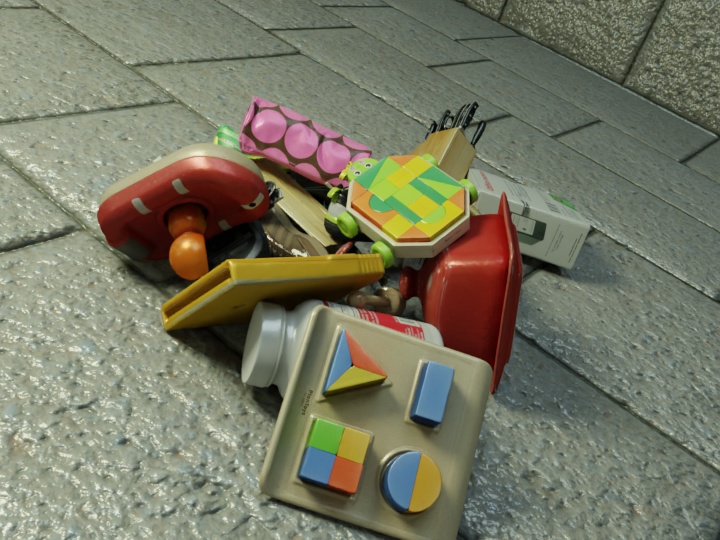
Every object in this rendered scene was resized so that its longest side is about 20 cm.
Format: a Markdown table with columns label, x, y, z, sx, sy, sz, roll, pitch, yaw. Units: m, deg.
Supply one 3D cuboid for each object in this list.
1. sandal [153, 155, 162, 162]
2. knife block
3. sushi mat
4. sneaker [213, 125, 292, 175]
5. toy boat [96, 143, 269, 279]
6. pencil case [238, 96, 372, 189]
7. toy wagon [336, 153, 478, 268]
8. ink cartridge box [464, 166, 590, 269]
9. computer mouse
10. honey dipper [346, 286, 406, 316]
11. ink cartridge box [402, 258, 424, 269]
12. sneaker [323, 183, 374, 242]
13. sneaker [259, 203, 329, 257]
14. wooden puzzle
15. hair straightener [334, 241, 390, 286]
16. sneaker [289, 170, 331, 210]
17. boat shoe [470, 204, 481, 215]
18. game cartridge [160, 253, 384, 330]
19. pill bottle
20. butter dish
| label | x | y | z | sx | sy | sz | roll | pitch | yaw |
| --- | --- | --- | --- | --- | --- | --- | --- | --- | --- |
| sandal | -0.261 | -0.138 | 1.126 | 0.081 | 0.050 | 0.204 | 19 | 30 | -6 |
| knife block | 0.158 | -0.200 | 1.377 | 0.064 | 0.175 | 0.201 | 43 | 17 | -28 |
| sushi mat | -0.092 | -0.098 | 1.133 | 0.200 | 0.012 | 0.095 | 43 | 23 | 19 |
| sneaker | -0.135 | -0.192 | 1.251 | 0.197 | 0.085 | 0.074 | 2 | -10 | -32 |
| toy boat | -0.195 | -0.051 | 0.910 | 0.130 | 0.198 | 0.132 | 43 | 26 | -59 |
| pencil case | -0.081 | -0.169 | 1.147 | 0.198 | 0.091 | 0.095 | 24 | 70 | -2 |
| toy wagon | 0.043 | -0.091 | 0.999 | 0.154 | 0.040 | 0.200 | -36 | 54 | -21 |
| ink cartridge box | 0.268 | -0.092 | 1.360 | 0.197 | 0.085 | 0.146 | 18 | 21 | -7 |
| computer mouse | -0.147 | -0.026 | 0.974 | 0.053 | 0.137 | 0.201 | 58 | 7 | -30 |
| honey dipper | 0.020 | 0.038 | 0.959 | 0.038 | 0.038 | 0.200 | 29 | 5 | 13 |
| ink cartridge box | 0.153 | -0.036 | 1.243 | 0.159 | 0.051 | 0.201 | 22 | 32 | -1 |
| sneaker | 0.036 | -0.084 | 1.111 | 0.198 | 0.084 | 0.071 | -2 | 19 | -43 |
| sneaker | -0.107 | -0.022 | 1.045 | 0.075 | 0.071 | 0.200 | -23 | 47 | -27 |
| wooden puzzle | 0.024 | 0.145 | 0.754 | 0.197 | 0.046 | 0.188 | 20 | 70 | -8 |
| hair straightener | 0.000 | 0.000 | 1.031 | 0.077 | 0.041 | 0.200 | 43 | 0 | -2 |
| sneaker | -0.020 | -0.096 | 1.217 | 0.197 | 0.076 | 0.080 | 15 | 43 | 0 |
| boat shoe | 0.159 | -0.069 | 1.186 | 0.064 | 0.072 | 0.200 | 2 | 33 | -32 |
| game cartridge | -0.093 | 0.021 | 0.872 | 0.198 | 0.175 | 0.033 | -6 | 76 | -39 |
| pill bottle | -0.020 | 0.094 | 0.846 | 0.197 | 0.113 | 0.113 | 13 | 30 | -16 |
| butter dish | 0.121 | 0.020 | 1.011 | 0.145 | 0.203 | 0.200 | 5 | 29 | 5 |
